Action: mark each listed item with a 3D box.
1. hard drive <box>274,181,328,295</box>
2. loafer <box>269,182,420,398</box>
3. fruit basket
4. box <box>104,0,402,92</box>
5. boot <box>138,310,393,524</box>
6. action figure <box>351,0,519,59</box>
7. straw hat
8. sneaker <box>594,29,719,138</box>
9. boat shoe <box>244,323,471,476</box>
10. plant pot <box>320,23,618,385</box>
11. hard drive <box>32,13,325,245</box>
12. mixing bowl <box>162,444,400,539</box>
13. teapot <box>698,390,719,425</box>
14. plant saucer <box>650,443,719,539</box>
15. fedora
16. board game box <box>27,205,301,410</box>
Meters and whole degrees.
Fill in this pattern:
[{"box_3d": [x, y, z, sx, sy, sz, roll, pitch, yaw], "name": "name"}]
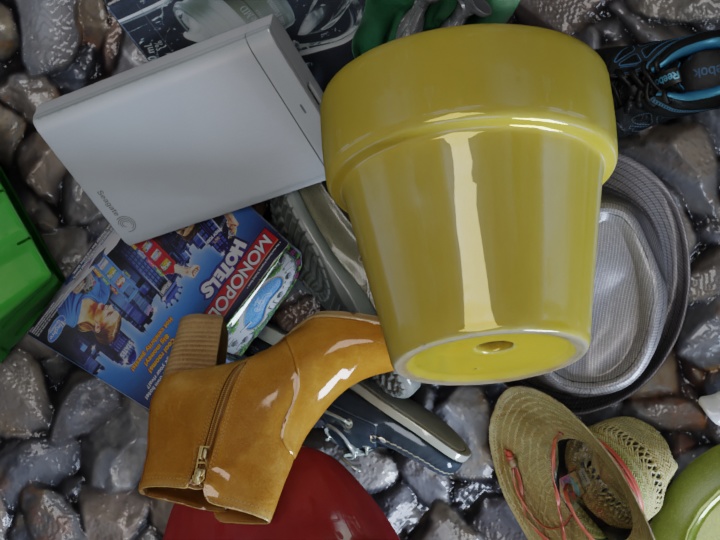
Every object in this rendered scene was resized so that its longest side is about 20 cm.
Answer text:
[{"box_3d": [0.034, -0.026, 1.165, 0.199, 0.033, 0.141, 23, 94, 11], "name": "hard drive"}, {"box_3d": [0.000, 0.000, 1.128, 0.069, 0.075, 0.201, -30, 82, -21], "name": "loafer"}, {"box_3d": [-0.362, -0.008, 1.182, 0.213, 0.156, 0.218, 0, 82, -1], "name": "fruit basket"}, {"box_3d": [-0.064, -0.215, 1.090, 0.195, 0.200, 0.125, -23, 54, 11], "name": "box"}, {"box_3d": [-0.049, 0.105, 1.030, 0.199, 0.071, 0.145, 1, 63, 10], "name": "boot"}, {"box_3d": [0.028, -0.125, 1.091, 0.117, 0.055, 0.201, 10, 132, -20], "name": "action figure"}, {"box_3d": [0.182, 0.150, 1.084, 0.085, 0.201, 0.202, -26, 83, -22], "name": "straw hat"}, {"box_3d": [0.207, -0.141, 1.106, 0.198, 0.082, 0.074, -17, 88, 12], "name": "sneaker"}, {"box_3d": [-0.010, 0.110, 1.152, 0.199, 0.075, 0.062, 29, 93, 12], "name": "boat shoe"}, {"box_3d": [0.077, -0.032, 0.978, 0.199, 0.201, 0.191, -9, 70, 11], "name": "plant pot"}, {"box_3d": [-0.119, -0.096, 1.074, 0.198, 0.027, 0.132, -17, 129, 23], "name": "hard drive"}, {"box_3d": [-0.068, 0.198, 1.106, 0.199, 0.200, 0.109, -23, 60, 10], "name": "mixing bowl"}, {"box_3d": [0.374, 0.067, 1.036, 0.199, 0.197, 0.147, 29, 125, 29], "name": "teapot"}, {"box_3d": [0.305, 0.218, 1.070, 0.198, 0.031, 0.202, 0, 90, 12], "name": "plant saucer"}, {"box_3d": [0.166, 0.011, 1.088, 0.175, 0.090, 0.202, 12, 95, -6], "name": "fedora"}, {"box_3d": [-0.131, 0.037, 1.151, 0.200, 0.062, 0.200, 42, 98, 29], "name": "board game box"}]
